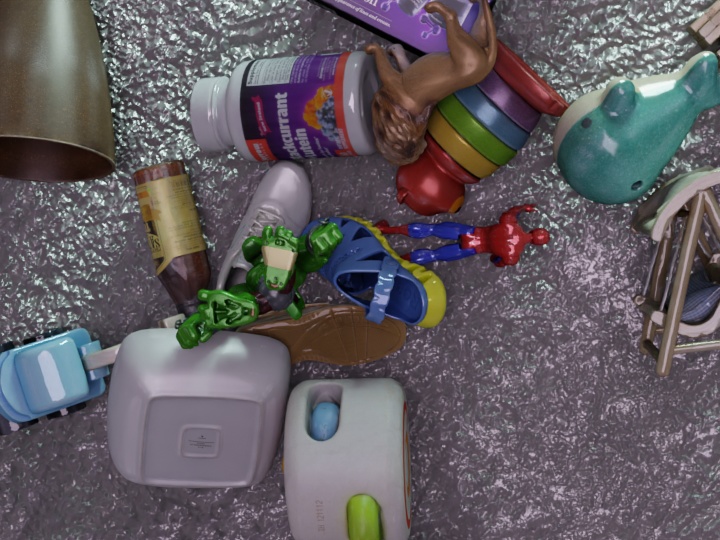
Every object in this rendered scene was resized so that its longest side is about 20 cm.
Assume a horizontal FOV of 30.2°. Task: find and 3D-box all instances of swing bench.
[{"bbox_3d":[0.352,-0.007,1.395,0.128,0.199,0.203,-7,92,6],"label":"swing bench"}]

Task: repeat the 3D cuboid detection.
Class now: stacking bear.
[{"bbox_3d":[0.119,-0.142,1.461,0.114,0.121,0.200,44,104,8],"label":"stacking bear"}]

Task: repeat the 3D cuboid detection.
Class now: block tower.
[{"bbox_3d":[0.440,-0.206,1.447,0.058,0.054,0.200,-42,88,7],"label":"block tower"}]

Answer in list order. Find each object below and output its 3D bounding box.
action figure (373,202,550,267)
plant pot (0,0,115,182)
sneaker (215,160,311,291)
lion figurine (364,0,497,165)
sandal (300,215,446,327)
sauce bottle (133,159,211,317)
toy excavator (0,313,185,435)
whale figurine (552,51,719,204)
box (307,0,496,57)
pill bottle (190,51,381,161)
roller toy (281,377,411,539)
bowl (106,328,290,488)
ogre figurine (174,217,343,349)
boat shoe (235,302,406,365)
[{"bbox_3d":[0.124,-0.036,1.492,0.198,0.099,0.066,-1,97,28],"label":"action figure"},{"bbox_3d":[-0.359,-0.219,1.483,0.184,0.187,0.203,1,79,6],"label":"plant pot"},{"bbox_3d":[-0.110,-0.029,1.504,0.070,0.080,0.202,23,94,6],"label":"sneaker"},{"bbox_3d":[0.079,-0.203,1.390,0.199,0.072,0.124,-33,72,35],"label":"lion figurine"},{"bbox_3d":[0.000,0.000,1.458,0.199,0.087,0.080,30,118,37],"label":"sandal"},{"bbox_3d":[-0.207,-0.022,1.520,0.065,0.066,0.202,-14,90,7],"label":"sauce bottle"},{"bbox_3d":[-0.308,0.106,1.495,0.199,0.193,0.101,-15,93,51],"label":"toy excavator"},{"bbox_3d":[0.304,-0.145,1.415,0.199,0.159,0.104,-30,53,12],"label":"whale figurine"},{"bbox_3d":[0.052,-0.324,1.471,0.198,0.079,0.142,27,93,4],"label":"box"},{"bbox_3d":[-0.081,-0.177,1.468,0.197,0.111,0.113,-2,93,18],"label":"pill bottle"},{"bbox_3d":[-0.017,0.211,1.457,0.138,0.200,0.185,-2,83,5],"label":"roller toy"},{"bbox_3d":[-0.177,0.164,1.463,0.197,0.075,0.202,5,124,-11],"label":"bowl"},{"bbox_3d":[-0.099,0.013,1.406,0.098,0.120,0.201,36,98,6],"label":"ogre figurine"},{"bbox_3d":[-0.048,0.066,1.506,0.197,0.069,0.075,-4,109,-2],"label":"boat shoe"}]
